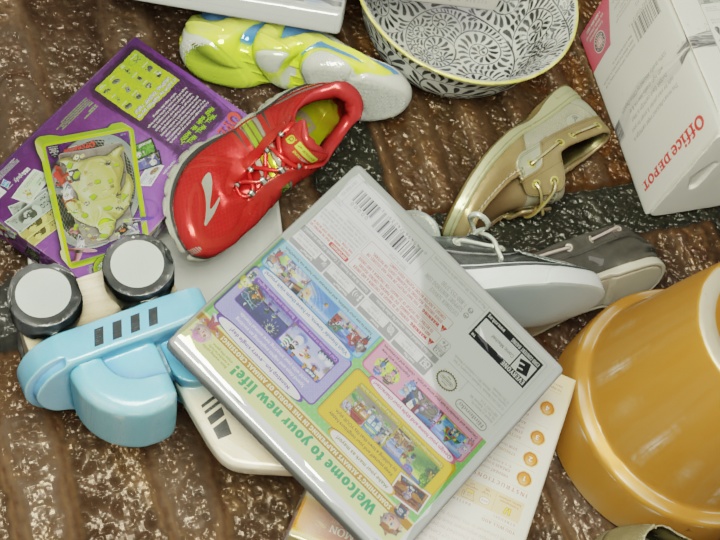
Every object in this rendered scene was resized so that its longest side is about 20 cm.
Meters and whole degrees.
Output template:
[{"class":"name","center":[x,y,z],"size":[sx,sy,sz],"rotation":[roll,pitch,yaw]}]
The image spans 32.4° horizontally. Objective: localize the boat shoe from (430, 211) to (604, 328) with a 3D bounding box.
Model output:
[{"class":"boat shoe","center":[0.082,0.000,0.908],"size":[0.199,0.074,0.068],"rotation":[-1,60,-14]}]

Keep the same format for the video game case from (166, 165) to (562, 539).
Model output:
[{"class":"video game case","center":[0.006,0.058,0.815],"size":[0.200,0.022,0.182],"rotation":[45,68,2]}]

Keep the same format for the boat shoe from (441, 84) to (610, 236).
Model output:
[{"class":"boat shoe","center":[0.144,-0.083,1.043],"size":[0.066,0.074,0.200],"rotation":[37,59,13]}]

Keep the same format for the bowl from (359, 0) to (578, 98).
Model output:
[{"class":"bowl","center":[0.081,-0.219,1.087],"size":[0.200,0.094,0.201],"rotation":[6,61,-11]}]

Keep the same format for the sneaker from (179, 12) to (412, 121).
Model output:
[{"class":"sneaker","center":[-0.048,-0.197,1.052],"size":[0.200,0.076,0.105],"rotation":[15,59,-6]}]

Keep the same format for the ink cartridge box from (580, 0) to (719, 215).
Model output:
[{"class":"ink cartridge box","center":[0.280,-0.169,1.083],"size":[0.083,0.147,0.200],"rotation":[-7,65,-18]}]

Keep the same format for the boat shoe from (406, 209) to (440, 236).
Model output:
[{"class":"boat shoe","center":[-0.001,-0.001,0.948],"size":[0.202,0.065,0.075],"rotation":[-23,77,-41]}]

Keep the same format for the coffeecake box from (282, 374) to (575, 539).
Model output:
[{"class":"coffeecake box","center":[0.049,0.144,0.893],"size":[0.153,0.073,0.200],"rotation":[24,59,0]}]

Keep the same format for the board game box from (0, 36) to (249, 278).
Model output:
[{"class":"board game box","center":[-0.187,-0.081,0.947],"size":[0.120,0.032,0.200],"rotation":[33,59,8]}]

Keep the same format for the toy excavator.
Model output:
[{"class":"toy excavator","center":[-0.119,0.080,0.831],"size":[0.194,0.100,0.200],"rotation":[-19,69,-19]}]

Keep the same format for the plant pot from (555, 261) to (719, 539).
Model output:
[{"class":"plant pot","center":[0.264,0.083,0.921],"size":[0.200,0.183,0.201],"rotation":[6,61,-11]}]

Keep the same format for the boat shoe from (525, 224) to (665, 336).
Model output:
[{"class":"boat shoe","center":[0.152,0.009,1.005],"size":[0.200,0.067,0.057],"rotation":[-13,50,-22]}]

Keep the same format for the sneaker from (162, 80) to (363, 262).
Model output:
[{"class":"sneaker","center":[-0.070,-0.086,0.935],"size":[0.077,0.085,0.200],"rotation":[54,55,-20]}]

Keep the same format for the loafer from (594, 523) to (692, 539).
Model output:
[{"class":"loafer","center":[0.260,0.249,0.897],"size":[0.200,0.067,0.076],"rotation":[28,59,1]}]

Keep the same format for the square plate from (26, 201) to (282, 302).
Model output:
[{"class":"square plate","center":[-0.152,0.002,0.943],"size":[0.198,0.028,0.200],"rotation":[-2,63,-17]}]

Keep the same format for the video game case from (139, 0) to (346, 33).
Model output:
[{"class":"video game case","center":[-0.107,-0.268,1.055],"size":[0.200,0.023,0.182],"rotation":[9,39,-2]}]

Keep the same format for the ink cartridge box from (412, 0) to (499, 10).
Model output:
[{"class":"ink cartridge box","center":[0.027,-0.277,0.981],"size":[0.200,0.117,0.067],"rotation":[4,60,-13]}]
